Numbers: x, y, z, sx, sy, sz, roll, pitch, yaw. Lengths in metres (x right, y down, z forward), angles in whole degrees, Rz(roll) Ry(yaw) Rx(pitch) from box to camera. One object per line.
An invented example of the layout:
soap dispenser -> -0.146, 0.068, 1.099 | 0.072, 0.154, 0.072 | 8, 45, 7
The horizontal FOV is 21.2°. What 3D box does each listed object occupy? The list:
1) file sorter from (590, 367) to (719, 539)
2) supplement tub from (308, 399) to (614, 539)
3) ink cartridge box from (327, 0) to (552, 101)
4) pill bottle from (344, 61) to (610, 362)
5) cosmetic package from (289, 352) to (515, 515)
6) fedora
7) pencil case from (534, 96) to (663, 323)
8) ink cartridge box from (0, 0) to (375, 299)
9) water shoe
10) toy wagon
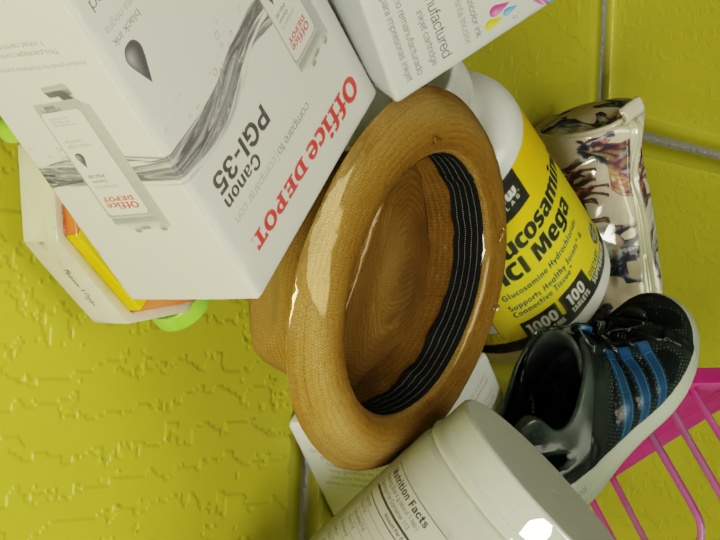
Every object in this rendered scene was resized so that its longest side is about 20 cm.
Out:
file sorter -> 0.190, 0.150, 1.249 | 0.200, 0.139, 0.125 | 4, 54, -55
supplement tub -> 0.025, 0.177, 0.971 | 0.200, 0.132, 0.132 | -43, 139, 8
ink cartridge box -> 0.058, -0.201, 0.925 | 0.200, 0.085, 0.145 | -35, 135, -13
pill bottle -> 0.059, -0.043, 1.119 | 0.200, 0.112, 0.113 | 51, 51, -43
cosmetic package -> 0.049, 0.141, 1.120 | 0.071, 0.101, 0.200 | -54, 133, -39
fedora -> 0.000, 0.000, 0.989 | 0.201, 0.082, 0.201 | -21, 116, -52
pencil case -> 0.167, -0.017, 1.295 | 0.078, 0.089, 0.200 | -29, 114, -51
ink cartridge box -> -0.088, -0.104, 0.864 | 0.200, 0.083, 0.147 | 59, 45, -37
water shoe -> 0.134, 0.059, 1.089 | 0.200, 0.071, 0.079 | -50, 131, -42
toy wagon -> -0.099, -0.073, 0.955 | 0.155, 0.040, 0.200 | 55, 49, -41
